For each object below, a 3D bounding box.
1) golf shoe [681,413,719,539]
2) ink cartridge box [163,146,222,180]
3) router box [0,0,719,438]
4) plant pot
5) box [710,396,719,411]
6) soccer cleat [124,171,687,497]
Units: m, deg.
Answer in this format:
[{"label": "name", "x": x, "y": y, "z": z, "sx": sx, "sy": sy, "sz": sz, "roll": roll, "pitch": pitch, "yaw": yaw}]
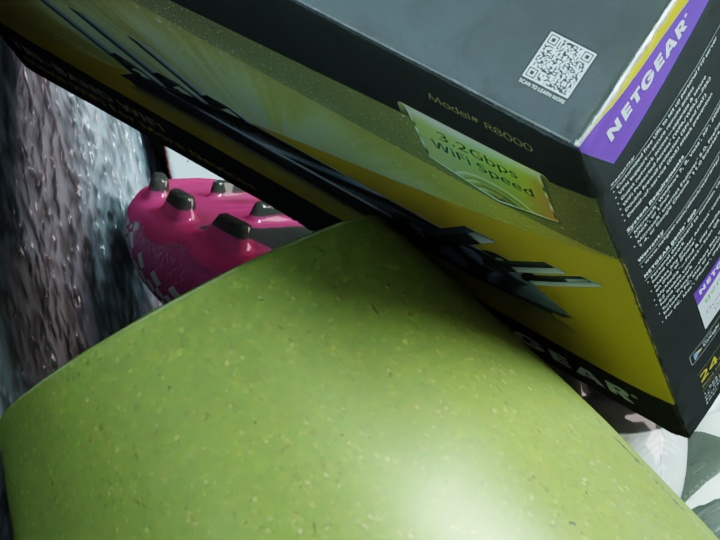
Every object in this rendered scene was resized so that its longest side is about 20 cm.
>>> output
[{"label": "golf shoe", "x": 0.064, "y": 0.127, "z": 0.792, "sx": 0.077, "sy": 0.200, "sz": 0.088, "roll": 27, "pitch": 35, "yaw": -13}, {"label": "ink cartridge box", "x": 0.000, "y": 0.000, "z": 0.907, "sx": 0.176, "sy": 0.084, "sz": 0.200, "roll": 36, "pitch": 42, "yaw": -80}, {"label": "router box", "x": -0.010, "y": -0.055, "z": 0.618, "sx": 0.052, "sy": 0.200, "sz": 0.157, "roll": -56, "pitch": 156, "yaw": -12}, {"label": "plant pot", "x": 0.012, "y": 0.097, "z": 0.608, "sx": 0.200, "sy": 0.187, "sz": 0.187, "roll": 62, "pitch": 7, "yaw": 6}, {"label": "box", "x": 0.126, "y": -0.024, "z": 1.137, "sx": 0.200, "sy": 0.199, "sz": 0.131, "roll": 34, "pitch": -18, "yaw": 32}, {"label": "soccer cleat", "x": 0.000, "y": 0.034, "z": 0.738, "sx": 0.200, "sy": 0.070, "sz": 0.086, "roll": 27, "pitch": -65, "yaw": 47}]
